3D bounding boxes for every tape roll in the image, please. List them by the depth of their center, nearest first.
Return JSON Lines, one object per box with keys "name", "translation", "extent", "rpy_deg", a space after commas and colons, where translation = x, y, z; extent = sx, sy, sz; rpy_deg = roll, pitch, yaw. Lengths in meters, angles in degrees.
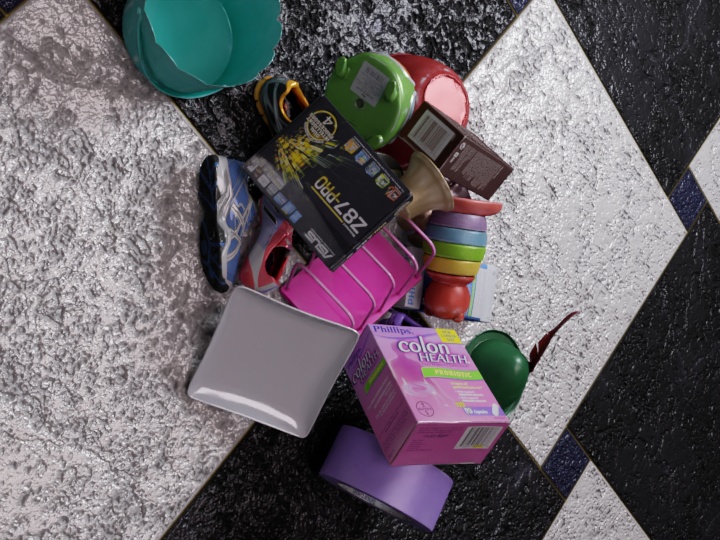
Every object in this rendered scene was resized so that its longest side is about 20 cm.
{"name": "tape roll", "translation": [0.040, 0.327, 1.395], "extent": [0.199, 0.199, 0.086], "rpy_deg": [37, 72, -29]}

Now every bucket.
{"name": "bucket", "translation": [-0.227, -0.343, 1.238], "extent": [0.205, 0.134, 0.210], "rpy_deg": [0, 90, -34]}

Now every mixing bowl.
{"name": "mixing bowl", "translation": [0.110, -0.272, 1.491], "extent": [0.198, 0.108, 0.203], "rpy_deg": [-1, 93, -34]}

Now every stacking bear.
{"name": "stacking bear", "translation": [0.152, -0.019, 1.455], "extent": [0.114, 0.120, 0.202], "rpy_deg": [-6, 105, -66]}

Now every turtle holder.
{"name": "turtle holder", "translation": [0.019, -0.244, 1.381], "extent": [0.132, 0.140, 0.188], "rpy_deg": [-28, 123, -60]}

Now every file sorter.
{"name": "file sorter", "translation": [0.000, 0.000, 1.377], "extent": [0.139, 0.126, 0.200], "rpy_deg": [45, 63, 8]}

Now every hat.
{"name": "hat", "translation": [0.288, 0.187, 1.578], "extent": [0.164, 0.175, 0.202], "rpy_deg": [-18, 101, -33]}

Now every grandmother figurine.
{"name": "grandmother figurine", "translation": [0.156, -0.122, 1.556], "extent": [0.200, 0.060, 0.122], "rpy_deg": [-45, 123, -23]}

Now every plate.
{"name": "plate", "translation": [-0.130, 0.133, 1.307], "extent": [0.198, 0.032, 0.201], "rpy_deg": [22, 111, -15]}

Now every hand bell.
{"name": "hand bell", "translation": [0.029, -0.079, 1.314], "extent": [0.199, 0.104, 0.105], "rpy_deg": [-34, 110, -10]}

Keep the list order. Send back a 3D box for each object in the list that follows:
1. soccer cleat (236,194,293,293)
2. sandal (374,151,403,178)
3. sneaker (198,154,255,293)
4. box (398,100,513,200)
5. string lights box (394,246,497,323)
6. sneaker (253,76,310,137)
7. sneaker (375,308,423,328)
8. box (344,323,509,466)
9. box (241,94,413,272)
{"name": "soccer cleat", "translation": [-0.123, -0.057, 1.334], "extent": [0.067, 0.076, 0.202], "rpy_deg": [41, 57, -42]}
{"name": "sandal", "translation": [-0.028, -0.136, 1.350], "extent": [0.199, 0.057, 0.081], "rpy_deg": [-9, 102, -15]}
{"name": "sneaker", "translation": [-0.190, -0.067, 1.304], "extent": [0.076, 0.075, 0.202], "rpy_deg": [-1, 96, -36]}
{"name": "box", "translation": [0.154, -0.186, 1.402], "extent": [0.075, 0.100, 0.199], "rpy_deg": [-51, 150, 15]}
{"name": "string lights box", "translation": [0.144, 0.026, 1.547], "extent": [0.198, 0.059, 0.104], "rpy_deg": [12, 83, -34]}
{"name": "sneaker", "translation": [-0.093, -0.207, 1.369], "extent": [0.078, 0.077, 0.201], "rpy_deg": [-42, 114, -28]}
{"name": "sneaker", "translation": [0.098, 0.143, 1.504], "extent": [0.200, 0.083, 0.081], "rpy_deg": [45, 67, -27]}
{"name": "box", "translation": [0.097, 0.188, 1.354], "extent": [0.174, 0.201, 0.097], "rpy_deg": [7, 127, -32]}
{"name": "box", "translation": [-0.047, -0.125, 1.271], "extent": [0.161, 0.049, 0.200], "rpy_deg": [-41, 82, 1]}
